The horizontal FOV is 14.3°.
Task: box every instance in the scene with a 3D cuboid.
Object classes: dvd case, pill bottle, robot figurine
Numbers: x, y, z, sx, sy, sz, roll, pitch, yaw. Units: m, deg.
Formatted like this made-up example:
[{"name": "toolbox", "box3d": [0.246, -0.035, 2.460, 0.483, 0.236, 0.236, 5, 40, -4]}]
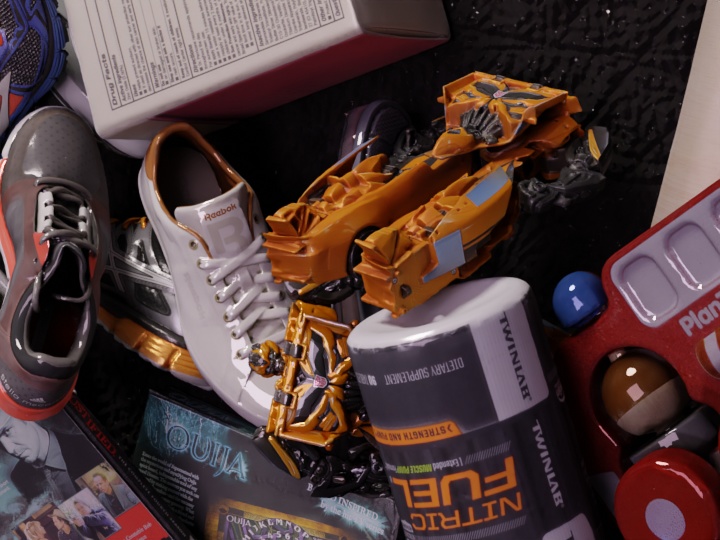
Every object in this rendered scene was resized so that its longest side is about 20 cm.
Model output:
[{"name": "dvd case", "box3d": [-0.200, 0.143, 1.779, 0.146, 0.022, 0.200, -35, 101, 32]}, {"name": "pill bottle", "box3d": [0.070, 0.113, 1.551, 0.106, 0.106, 0.201, -12, 102, 31]}, {"name": "robot figurine", "box3d": [0.034, 0.069, 1.635, 0.199, 0.058, 0.146, 11, 98, -1]}, {"name": "robot figurine", "box3d": [0.048, -0.049, 1.604, 0.145, 0.200, 0.058, 16, 132, 41]}]

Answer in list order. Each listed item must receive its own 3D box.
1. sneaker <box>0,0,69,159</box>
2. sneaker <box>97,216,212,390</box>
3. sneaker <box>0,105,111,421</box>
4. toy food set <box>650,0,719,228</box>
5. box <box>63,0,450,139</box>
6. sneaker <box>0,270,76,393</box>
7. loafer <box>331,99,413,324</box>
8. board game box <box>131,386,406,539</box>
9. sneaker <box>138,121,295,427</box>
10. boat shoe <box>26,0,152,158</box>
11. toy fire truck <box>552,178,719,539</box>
[{"name": "sneaker", "box3d": [-0.235, -0.114, 1.757, 0.075, 0.078, 0.200, 42, 135, 25]}, {"name": "sneaker", "box3d": [-0.149, -0.003, 1.799, 0.200, 0.078, 0.077, 32, 93, 24]}, {"name": "sneaker", "box3d": [-0.176, -0.013, 1.710, 0.082, 0.077, 0.201, 141, 135, -57]}, {"name": "toy food set", "box3d": [0.263, -0.063, 1.552, 0.199, 0.060, 0.144, 17, 100, 22]}, {"name": "box", "box3d": [-0.066, -0.167, 1.715, 0.200, 0.109, 0.128, -18, 82, 31]}, {"name": "sneaker", "box3d": [-0.214, 0.065, 1.831, 0.200, 0.073, 0.071, 44, 118, 27]}, {"name": "loafer", "box3d": [0.000, 0.000, 1.704, 0.063, 0.072, 0.201, -1, 96, 39]}, {"name": "board game box", "box3d": [-0.063, 0.168, 1.770, 0.200, 0.028, 0.136, 22, 102, 30]}, {"name": "sneaker", "box3d": [-0.080, 0.003, 1.701, 0.073, 0.085, 0.200, -26, 74, -13]}, {"name": "boat shoe", "box3d": [-0.196, -0.127, 1.825, 0.200, 0.071, 0.064, 44, 122, 25]}, {"name": "toy fire truck", "box3d": [0.185, 0.053, 1.535, 0.200, 0.112, 0.168, -36, 85, 40]}]
